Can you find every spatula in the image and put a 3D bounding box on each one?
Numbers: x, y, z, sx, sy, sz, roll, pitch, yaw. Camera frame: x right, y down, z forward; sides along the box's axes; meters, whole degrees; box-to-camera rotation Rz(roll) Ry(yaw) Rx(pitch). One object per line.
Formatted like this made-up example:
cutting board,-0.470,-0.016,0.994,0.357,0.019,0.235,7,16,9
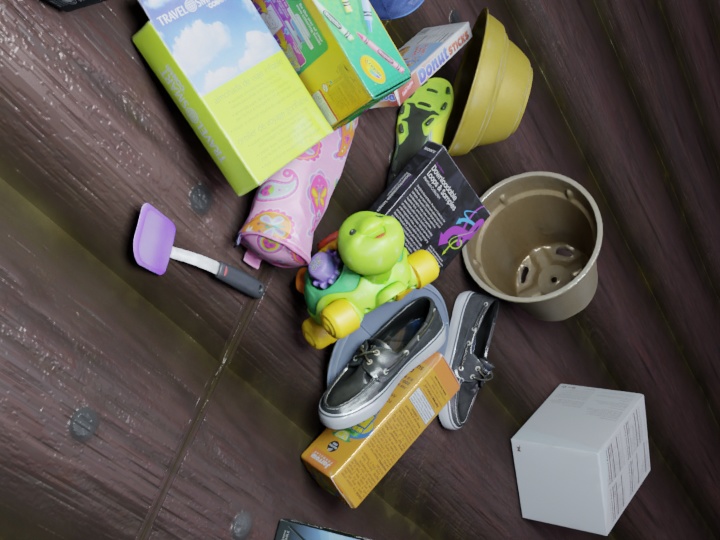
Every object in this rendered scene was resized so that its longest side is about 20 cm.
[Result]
spatula,-0.157,-0.006,0.943,0.200,0.020,0.057,30,67,-51

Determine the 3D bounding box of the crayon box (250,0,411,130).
crayon box,-0.047,-0.245,0.934,0.058,0.119,0.200,-34,97,-30

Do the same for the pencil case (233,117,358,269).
pencil case,-0.067,-0.098,1.009,0.087,0.087,0.201,41,60,-47

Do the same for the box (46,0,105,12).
box,-0.250,-0.299,0.707,0.200,0.132,0.115,24,70,-52

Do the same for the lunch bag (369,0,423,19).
lunch bag,-0.003,-0.349,0.982,0.136,0.200,0.132,-58,132,-26

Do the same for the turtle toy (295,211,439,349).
turtle toy,0.000,0.000,1.007,0.146,0.200,0.101,-31,88,-22

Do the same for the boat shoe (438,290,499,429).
boat shoe,0.160,0.128,1.341,0.070,0.066,0.201,31,67,-50

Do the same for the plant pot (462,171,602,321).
plant pot,0.272,-0.016,1.401,0.183,0.200,0.201,44,57,-58

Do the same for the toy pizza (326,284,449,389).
toy pizza,0.031,0.101,1.164,0.200,0.032,0.201,-22,125,-35

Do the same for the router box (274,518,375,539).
router box,-0.038,0.382,1.018,0.062,0.149,0.201,33,65,-49

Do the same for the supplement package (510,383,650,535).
supplement package,0.366,0.304,1.558,0.200,0.151,0.151,-32,118,-48

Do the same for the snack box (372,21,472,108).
snack box,0.065,-0.259,1.186,0.200,0.072,0.024,-48,129,-40

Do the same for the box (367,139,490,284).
box,0.061,-0.041,1.160,0.200,0.036,0.143,-48,134,-7

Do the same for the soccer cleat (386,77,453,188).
soccer cleat,0.077,-0.158,1.230,0.084,0.064,0.201,69,34,-64

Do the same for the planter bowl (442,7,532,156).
planter bowl,0.170,-0.230,1.227,0.200,0.083,0.201,-164,-90,-86

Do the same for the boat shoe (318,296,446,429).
boat shoe,0.022,0.101,1.087,0.200,0.069,0.057,-39,130,-31

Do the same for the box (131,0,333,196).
box,-0.125,-0.187,0.907,0.122,0.048,0.200,-42,104,-38

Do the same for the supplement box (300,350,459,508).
supplement box,0.025,0.179,1.118,0.200,0.066,0.069,-47,129,-19
